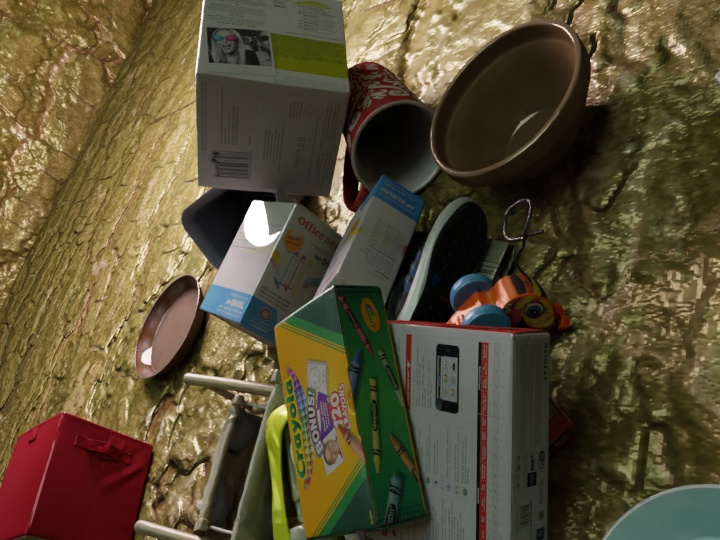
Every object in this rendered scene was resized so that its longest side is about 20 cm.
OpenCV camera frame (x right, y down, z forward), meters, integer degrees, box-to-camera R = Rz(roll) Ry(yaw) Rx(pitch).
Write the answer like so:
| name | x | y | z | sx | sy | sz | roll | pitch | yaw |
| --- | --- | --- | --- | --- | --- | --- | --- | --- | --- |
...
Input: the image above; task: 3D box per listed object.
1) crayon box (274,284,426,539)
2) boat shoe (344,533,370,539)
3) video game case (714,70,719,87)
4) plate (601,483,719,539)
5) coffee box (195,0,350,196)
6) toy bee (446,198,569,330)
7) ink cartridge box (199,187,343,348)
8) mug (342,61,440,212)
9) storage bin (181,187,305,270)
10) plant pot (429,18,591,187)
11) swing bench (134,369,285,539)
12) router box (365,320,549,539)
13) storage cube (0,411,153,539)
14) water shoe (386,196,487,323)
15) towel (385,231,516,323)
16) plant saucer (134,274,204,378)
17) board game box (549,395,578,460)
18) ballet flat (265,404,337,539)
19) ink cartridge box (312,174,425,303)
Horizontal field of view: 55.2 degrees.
| name | x | y | z | sx | sy | sz | roll | pitch | yaw |
| --- | --- | --- | --- | --- | --- | --- | --- | --- | --- |
| crayon box | -0.015 | 0.130 | 0.629 | 0.118 | 0.057 | 0.205 | -32 | 63 | 49 |
| boat shoe | -0.006 | 0.192 | 0.745 | 0.070 | 0.071 | 0.205 | -15 | 58 | 2 |
| video game case | 0.417 | -0.164 | 0.551 | 0.181 | 0.023 | 0.203 | -39 | 38 | 24 |
| plate | 0.236 | 0.247 | 0.453 | 0.198 | 0.025 | 0.204 | -31 | 43 | 34 |
| coffee box | -0.129 | -0.252 | 0.974 | 0.202 | 0.194 | 0.202 | 109 | 161 | -52 |
| toy bee | 0.140 | 0.050 | 0.649 | 0.200 | 0.107 | 0.133 | -48 | 27 | 46 |
| ink cartridge box | -0.109 | -0.001 | 0.973 | 0.124 | 0.127 | 0.204 | 10 | 72 | 52 |
| mug | 0.013 | -0.197 | 0.973 | 0.176 | 0.134 | 0.202 | -36 | 35 | 10 |
| storage bin | -0.170 | -0.103 | 1.139 | 0.198 | 0.147 | 0.135 | -27 | 17 | 36 |
| plant pot | 0.180 | -0.171 | 0.782 | 0.198 | 0.092 | 0.205 | -30 | 44 | 32 |
| swing bench | -0.143 | 0.241 | 0.835 | 0.196 | 0.129 | 0.204 | -8 | 57 | 41 |
| router box | 0.077 | 0.149 | 0.597 | 0.177 | 0.048 | 0.207 | 1 | 89 | 52 |
| storage cube | -0.460 | 0.357 | 1.089 | 0.197 | 0.170 | 0.184 | -25 | 46 | 36 |
| water shoe | 0.069 | 0.008 | 0.752 | 0.078 | 0.071 | 0.203 | 5 | 63 | 57 |
| towel | 0.077 | 0.047 | 0.803 | 0.198 | 0.034 | 0.196 | 12 | 70 | 56 |
| plant saucer | -0.344 | 0.106 | 1.259 | 0.198 | 0.034 | 0.204 | -32 | 42 | 33 |
| board game box | 0.108 | 0.186 | 0.661 | 0.201 | 0.019 | 0.103 | -50 | 34 | 11 |
| ballet flat | -0.059 | 0.241 | 0.716 | 0.067 | 0.065 | 0.206 | -32 | 67 | 60 |
| ink cartridge box | 0.000 | 0.000 | 0.825 | 0.115 | 0.067 | 0.203 | -51 | 13 | 54 |
